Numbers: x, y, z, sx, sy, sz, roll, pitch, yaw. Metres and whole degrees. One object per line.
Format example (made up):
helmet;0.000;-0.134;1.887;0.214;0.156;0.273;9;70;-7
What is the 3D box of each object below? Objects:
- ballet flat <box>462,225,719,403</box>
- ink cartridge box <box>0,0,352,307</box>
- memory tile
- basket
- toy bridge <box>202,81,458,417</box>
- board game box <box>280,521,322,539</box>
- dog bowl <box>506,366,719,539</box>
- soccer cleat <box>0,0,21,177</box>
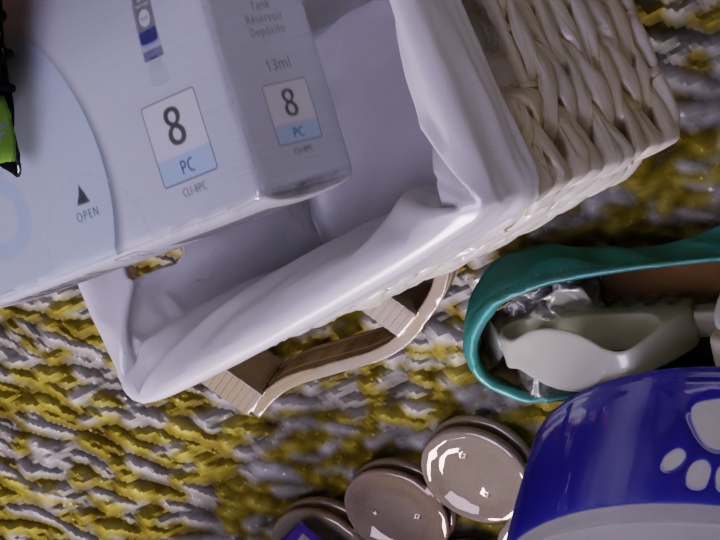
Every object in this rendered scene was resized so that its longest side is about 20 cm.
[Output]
ballet flat;0.126;0.021;0.858;0.199;0.070;0.068;-7;120;30
ink cartridge box;-0.096;-0.101;0.750;0.160;0.047;0.201;-18;90;46
memory tile;0.068;0.156;1.025;0.200;0.017;0.153;48;131;-11
basket;-0.006;-0.055;0.795;0.200;0.123;0.136;-28;81;45
toy bridge;0.000;0.000;0.935;0.067;0.027;0.200;35;131;-2
board game box;0.011;0.217;1.059;0.200;0.045;0.134;40;143;-2
dog bowl;0.152;0.119;0.866;0.199;0.079;0.200;12;150;7
soccer cleat;-0.134;-0.075;0.729;0.081;0.067;0.200;39;128;26
